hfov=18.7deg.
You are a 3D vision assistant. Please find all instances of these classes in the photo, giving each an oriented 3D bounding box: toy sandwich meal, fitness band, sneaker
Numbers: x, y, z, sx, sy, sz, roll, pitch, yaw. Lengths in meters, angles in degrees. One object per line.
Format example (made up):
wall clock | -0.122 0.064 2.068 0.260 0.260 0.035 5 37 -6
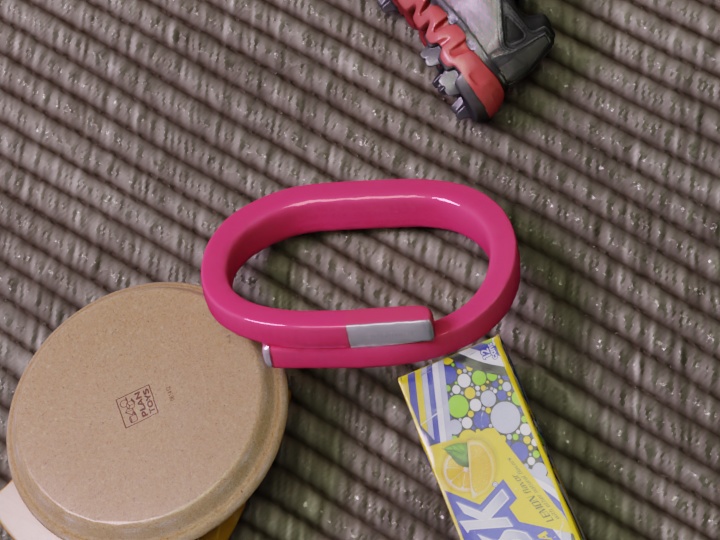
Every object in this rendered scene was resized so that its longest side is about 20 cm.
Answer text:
toy sandwich meal | -0.132 0.105 1.372 0.203 0.070 0.207 -7 60 12
fitness band | 0.000 0.000 1.357 0.198 0.038 0.144 -1 40 10
sneaker | 0.055 -0.196 1.421 0.098 0.071 0.201 -34 71 0

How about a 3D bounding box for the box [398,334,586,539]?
box | 0.092 0.147 1.308 0.070 0.064 0.201 -23 69 5
